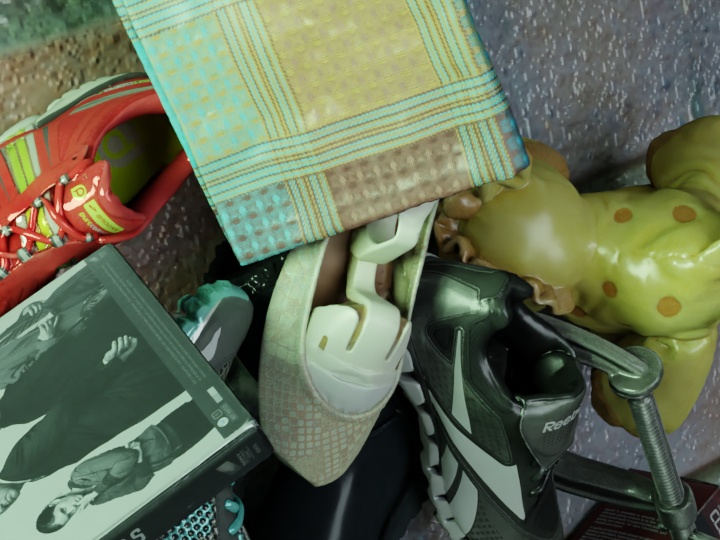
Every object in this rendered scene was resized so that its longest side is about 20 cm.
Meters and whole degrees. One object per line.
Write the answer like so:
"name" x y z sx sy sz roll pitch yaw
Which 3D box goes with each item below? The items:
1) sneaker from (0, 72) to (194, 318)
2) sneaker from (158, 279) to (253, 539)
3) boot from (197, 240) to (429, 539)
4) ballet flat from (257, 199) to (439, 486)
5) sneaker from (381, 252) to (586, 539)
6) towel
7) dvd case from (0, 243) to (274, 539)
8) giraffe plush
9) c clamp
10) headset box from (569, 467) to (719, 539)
"sneaker" -0.139 -0.027 0.932 0.200 0.085 0.077 -43 117 -28
"sneaker" -0.083 0.103 0.970 0.091 0.078 0.201 23 96 -12
"boot" -0.036 0.073 1.028 0.200 0.076 0.169 -52 126 -31
"ballet flat" 0.000 0.000 0.959 0.067 0.062 0.201 11 89 -27
"sneaker" 0.072 0.076 1.033 0.067 0.090 0.201 -49 128 -39
"towel" -0.030 -0.110 0.897 0.201 0.146 0.022 66 22 -16
"dvd case" -0.149 0.086 0.855 0.200 0.150 0.025 -36 131 -7
"giraffe plush" 0.110 -0.008 1.108 0.161 0.200 0.174 14 99 -6
"c clamp" 0.131 0.082 1.097 0.027 0.170 0.200 -59 142 -25
"headset box" 0.161 0.221 1.204 0.200 0.075 0.149 -46 120 -26
